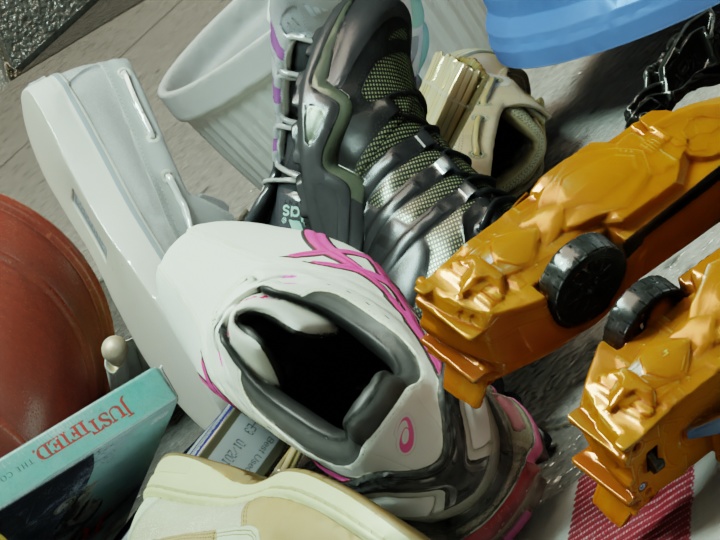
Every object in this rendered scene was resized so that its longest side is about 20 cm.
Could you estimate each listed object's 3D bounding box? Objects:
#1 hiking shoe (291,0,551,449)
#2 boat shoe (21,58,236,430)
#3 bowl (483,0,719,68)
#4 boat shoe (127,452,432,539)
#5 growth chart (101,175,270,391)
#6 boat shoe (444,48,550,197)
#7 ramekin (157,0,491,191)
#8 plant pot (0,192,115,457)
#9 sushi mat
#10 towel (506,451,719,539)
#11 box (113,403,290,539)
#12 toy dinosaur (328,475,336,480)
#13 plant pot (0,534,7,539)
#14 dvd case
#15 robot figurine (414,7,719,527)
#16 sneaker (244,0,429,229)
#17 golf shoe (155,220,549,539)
[{"bbox_3d":[0.030,-0.016,1.046,0.100,0.201,0.076,-7,-21,12],"label":"hiking shoe"},{"bbox_3d":[-0.092,-0.015,1.313,0.068,0.201,0.072,-25,-22,-19],"label":"boat shoe"},{"bbox_3d":[0.147,-0.161,1.308,0.200,0.040,0.201,-26,15,7],"label":"bowl"},{"bbox_3d":[-0.024,0.108,0.900,0.067,0.074,0.200,-60,22,-14],"label":"boat shoe"},{"bbox_3d":[-0.067,-0.002,1.422,0.200,0.018,0.145,-47,-11,-23],"label":"growth chart"},{"bbox_3d":[0.058,-0.056,1.282,0.065,0.073,0.200,4,18,16],"label":"boat shoe"},{"bbox_3d":[-0.010,-0.127,1.575,0.200,0.105,0.200,-37,14,11],"label":"ramekin"},{"bbox_3d":[-0.218,0.084,1.341,0.200,0.201,0.195,-38,23,11],"label":"plant pot"},{"bbox_3d":[0.000,0.000,1.139,0.201,0.012,0.096,-64,9,3],"label":"sushi mat"},{"bbox_3d":[0.047,0.115,0.861,0.200,0.023,0.144,-34,13,19],"label":"towel"},{"bbox_3d":[-0.085,0.118,1.087,0.121,0.032,0.200,-54,4,-22],"label":"box"},{"bbox_3d":[0.023,0.047,1.087,0.200,0.047,0.088,-49,22,-19],"label":"toy dinosaur"},{"bbox_3d":[-0.202,0.170,0.949,0.176,0.201,0.200,14,44,25],"label":"plant pot"},{"bbox_3d":[-0.154,0.122,1.146,0.146,0.022,0.200,-31,-14,-27],"label":"dvd case"},{"bbox_3d":[0.122,-0.012,0.862,0.200,0.058,0.145,-34,51,-23],"label":"robot figurine"},{"bbox_3d":[-0.017,-0.052,1.289,0.077,0.200,0.140,10,62,18],"label":"sneaker"},{"bbox_3d":[-0.018,0.022,0.939,0.073,0.092,0.200,-52,41,-4],"label":"golf shoe"}]
